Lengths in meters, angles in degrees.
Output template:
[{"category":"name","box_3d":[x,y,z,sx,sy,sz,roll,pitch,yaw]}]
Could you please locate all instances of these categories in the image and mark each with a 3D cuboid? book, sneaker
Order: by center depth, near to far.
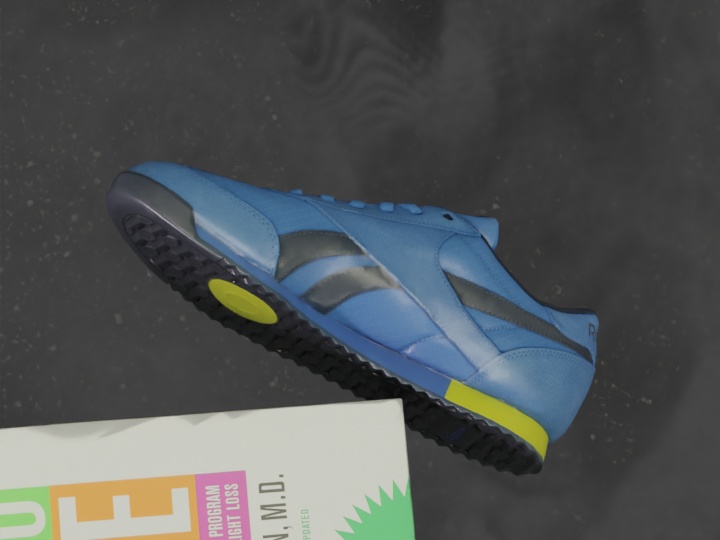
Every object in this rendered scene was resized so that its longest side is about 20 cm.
[{"category":"book","box_3d":[-0.078,0.122,0.950,0.198,0.048,0.135,-4,79,-8]},{"category":"sneaker","box_3d":[0.000,0.000,0.984,0.199,0.066,0.079,29,72,-10]}]
